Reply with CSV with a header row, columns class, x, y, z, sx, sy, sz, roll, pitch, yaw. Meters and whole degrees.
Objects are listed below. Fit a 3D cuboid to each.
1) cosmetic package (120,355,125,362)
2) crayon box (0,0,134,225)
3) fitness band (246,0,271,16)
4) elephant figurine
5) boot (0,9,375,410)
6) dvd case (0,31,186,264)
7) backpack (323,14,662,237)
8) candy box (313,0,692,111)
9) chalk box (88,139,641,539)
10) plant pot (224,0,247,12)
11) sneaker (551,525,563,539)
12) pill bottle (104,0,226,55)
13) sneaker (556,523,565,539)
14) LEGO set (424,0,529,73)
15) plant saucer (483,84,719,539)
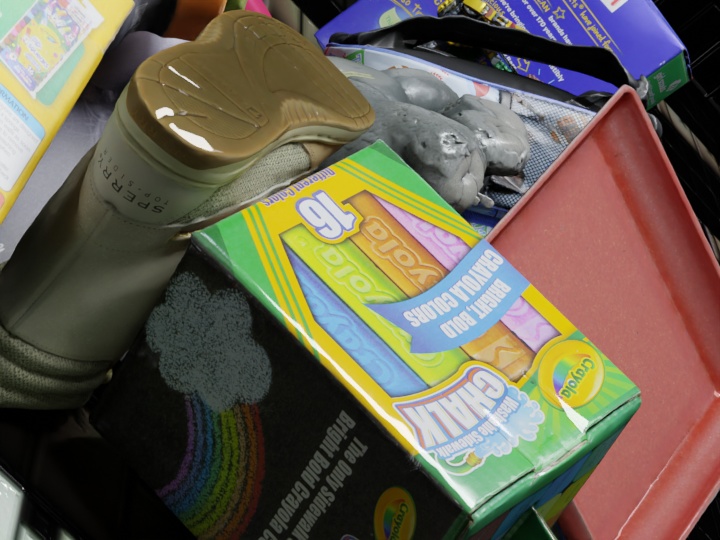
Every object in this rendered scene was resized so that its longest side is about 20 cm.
class,x,y,z,sx,sy,sz,roll,pitch,yaw
cosmetic package,-0.012,0.112,1.103,0.151,0.052,0.200,29,26,-58
crayon box,-0.175,-0.074,0.921,0.126,0.052,0.200,45,42,-20
fitness band,-0.097,-0.154,1.507,0.144,0.037,0.200,46,17,-26
elephant figurine,0.000,0.000,1.289,0.155,0.200,0.142,31,21,29
boot,-0.080,-0.023,1.011,0.072,0.155,0.200,42,22,7
dvd case,-0.149,-0.106,1.082,0.200,0.149,0.016,56,-29,15
backpack,0.056,-0.069,1.473,0.190,0.154,0.200,23,-5,-6
candy box,0.099,-0.149,1.719,0.169,0.200,0.077,55,3,15
chalk box,0.017,0.071,0.980,0.200,0.125,0.124,45,42,14
plant pot,-0.120,-0.191,1.275,0.200,0.200,0.184,43,28,-28
sneaker,0.087,0.169,1.216,0.080,0.070,0.200,50,15,-17
pill bottle,-0.152,-0.147,1.030,0.200,0.106,0.106,10,29,-13
sneaker,0.091,0.106,1.380,0.066,0.078,0.200,-178,-110,-76
LEGO set,0.071,-0.093,1.610,0.200,0.154,0.116,60,0,13
plant saucer,0.123,0.037,1.259,0.200,0.037,0.200,-46,115,-45
